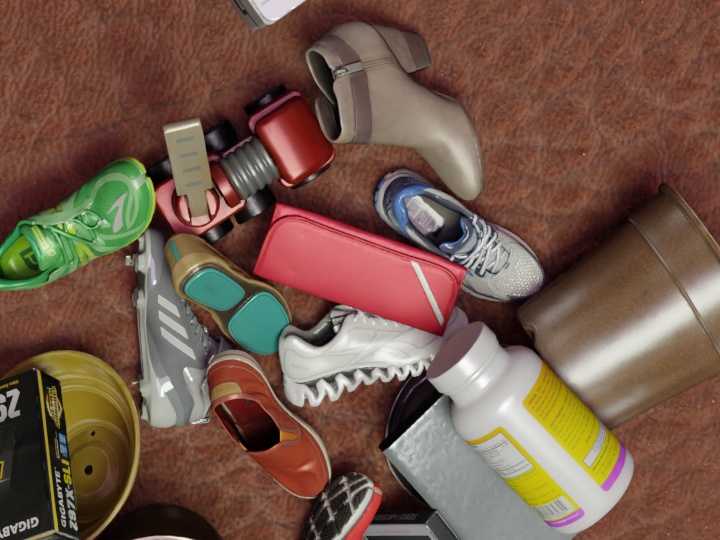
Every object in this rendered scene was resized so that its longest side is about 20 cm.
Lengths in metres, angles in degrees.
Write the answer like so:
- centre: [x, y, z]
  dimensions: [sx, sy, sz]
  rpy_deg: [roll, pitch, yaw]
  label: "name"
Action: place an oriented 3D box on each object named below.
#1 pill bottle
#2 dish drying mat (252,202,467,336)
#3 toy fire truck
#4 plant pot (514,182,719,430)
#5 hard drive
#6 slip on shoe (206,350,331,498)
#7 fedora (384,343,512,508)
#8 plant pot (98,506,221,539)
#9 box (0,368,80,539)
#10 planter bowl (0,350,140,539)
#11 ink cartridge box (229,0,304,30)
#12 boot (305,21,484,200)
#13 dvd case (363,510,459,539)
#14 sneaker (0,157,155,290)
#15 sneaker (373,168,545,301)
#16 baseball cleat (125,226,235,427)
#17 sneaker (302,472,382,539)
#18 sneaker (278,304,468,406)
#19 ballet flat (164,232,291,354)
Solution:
- centre: [0.154, 0.142, 1.403]
  dimensions: [0.104, 0.104, 0.200]
  rpy_deg: [-44, 103, -1]
  label: "pill bottle"
- centre: [0.000, 0.000, 1.470]
  dimensions: [0.198, 0.018, 0.078]
  rpy_deg: [18, 107, -8]
  label: "dish drying mat"
- centre: [-0.116, -0.105, 1.411]
  dimensions: [0.175, 0.200, 0.130]
  rpy_deg: [-32, 101, -3]
  label: "toy fire truck"
- centre: [0.272, 0.051, 1.498]
  dimensions: [0.197, 0.200, 0.201]
  rpy_deg: [-33, 100, 4]
  label: "plant pot"
- centre: [0.131, 0.196, 1.475]
  dimensions: [0.139, 0.033, 0.200]
  rpy_deg: [-42, 102, -4]
  label: "hard drive"
- centre: [-0.091, 0.164, 1.491]
  dimensions: [0.073, 0.062, 0.201]
  rpy_deg: [-19, 128, 17]
  label: "slip on shoe"
- centre: [0.125, 0.169, 1.534]
  dimensions: [0.197, 0.090, 0.180]
  rpy_deg: [-4, 97, -8]
  label: "fedora"
- centre: [-0.189, 0.323, 1.446]
  dimensions: [0.197, 0.198, 0.203]
  rpy_deg: [-1, 97, -7]
  label: "plant pot"
- centre: [-0.365, 0.199, 1.420]
  dimensions: [0.198, 0.049, 0.162]
  rpy_deg: [-19, 64, 16]
  label: "box"
- centre: [-0.280, 0.185, 1.463]
  dimensions: [0.198, 0.083, 0.203]
  rpy_deg: [-7, 69, 20]
  label: "planter bowl"
- centre: [-0.059, -0.296, 1.395]
  dimensions: [0.145, 0.200, 0.084]
  rpy_deg: [-36, 101, -3]
  label: "ink cartridge box"
- centre: [0.028, -0.146, 1.463]
  dimensions: [0.145, 0.070, 0.202]
  rpy_deg: [-20, 82, -40]
  label: "boot"
- centre: [0.093, 0.323, 1.523]
  dimensions: [0.025, 0.150, 0.201]
  rpy_deg: [-43, 102, -26]
  label: "dvd case"
- centre: [-0.272, -0.032, 1.427]
  dimensions: [0.199, 0.084, 0.074]
  rpy_deg: [-34, 94, 21]
  label: "sneaker"
- centre: [0.102, -0.025, 1.511]
  dimensions: [0.198, 0.085, 0.078]
  rpy_deg: [30, 92, -11]
  label: "sneaker"
- centre: [-0.176, 0.054, 1.497]
  dimensions: [0.105, 0.070, 0.203]
  rpy_deg: [-3, 107, -14]
  label: "baseball cleat"
- centre: [-0.018, 0.288, 1.532]
  dimensions: [0.084, 0.077, 0.202]
  rpy_deg: [17, 117, -19]
  label: "sneaker"
- centre: [0.012, 0.068, 1.509]
  dimensions: [0.197, 0.075, 0.082]
  rpy_deg: [-18, 111, -7]
  label: "sneaker"
- centre: [-0.126, 0.018, 1.464]
  dimensions: [0.068, 0.200, 0.063]
  rpy_deg: [-38, 57, 2]
  label: "ballet flat"
